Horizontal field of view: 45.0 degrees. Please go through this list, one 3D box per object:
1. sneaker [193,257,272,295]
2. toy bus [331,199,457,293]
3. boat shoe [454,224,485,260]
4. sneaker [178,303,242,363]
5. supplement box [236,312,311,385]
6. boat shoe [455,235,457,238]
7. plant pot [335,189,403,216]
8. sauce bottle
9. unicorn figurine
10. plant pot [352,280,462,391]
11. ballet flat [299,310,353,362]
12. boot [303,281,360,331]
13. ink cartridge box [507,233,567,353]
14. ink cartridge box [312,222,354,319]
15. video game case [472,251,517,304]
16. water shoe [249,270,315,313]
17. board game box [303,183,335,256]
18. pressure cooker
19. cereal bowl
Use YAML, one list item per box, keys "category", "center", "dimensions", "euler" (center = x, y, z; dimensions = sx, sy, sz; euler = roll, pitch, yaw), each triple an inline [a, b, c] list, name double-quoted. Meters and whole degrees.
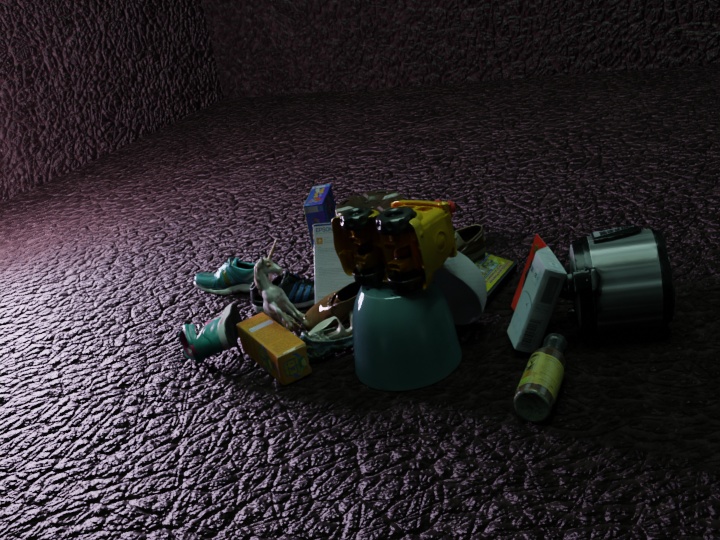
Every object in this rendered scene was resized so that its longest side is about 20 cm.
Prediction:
- category: "sneaker"
  center: [-0.300, 0.006, 2.043]
  dimensions: [0.197, 0.081, 0.078]
  euler: [-5, 23, 16]
- category: "toy bus"
  center: [0.076, -0.068, 1.531]
  dimensions: [0.198, 0.137, 0.192]
  euler: [7, 33, 40]
- category: "boat shoe"
  center: [0.184, -0.048, 1.810]
  dimensions: [0.198, 0.073, 0.075]
  euler: [-23, 39, -37]
- category: "sneaker"
  center: [-0.304, 0.131, 1.762]
  dimensions: [0.119, 0.085, 0.200]
  euler: [-18, 7, 4]
- category: "supplement box"
  center: [-0.168, 0.148, 1.669]
  dimensions: [0.068, 0.067, 0.199]
  euler: [-23, 25, -26]
- category: "boat shoe"
  center: [0.089, -0.066, 1.696]
  dimensions: [0.197, 0.066, 0.073]
  euler: [-11, 0, -2]
- category: "plant pot"
  center: [0.036, -0.055, 1.874]
  dimensions: [0.197, 0.201, 0.201]
  euler: [-9, 23, 4]
- category: "sauce bottle"
  center: [0.298, 0.168, 1.408]
  dimensions: [0.064, 0.066, 0.200]
  euler: [0, 23, 24]
- category: "unicorn figurine"
  center: [-0.159, 0.057, 1.693]
  dimensions: [0.074, 0.201, 0.137]
  euler: [-35, 72, -31]
- category: "plant pot"
  center: [0.074, 0.093, 1.559]
  dimensions: [0.197, 0.163, 0.201]
  euler: [-9, 22, 4]
- category: "ballet flat"
  center: [-0.027, 0.116, 1.675]
  dimensions: [0.198, 0.075, 0.074]
  euler: [-20, 24, -20]
- category: "boot"
  center: [-0.048, 0.065, 1.713]
  dimensions: [0.198, 0.075, 0.075]
  euler: [-29, -24, 27]
- category: "ink cartridge box"
  center: [0.305, 0.034, 1.585]
  dimensions: [0.047, 0.162, 0.201]
  euler: [12, 21, -10]
- category: "ink cartridge box"
  center: [0.000, 0.000, 1.774]
  dimensions: [0.196, 0.204, 0.041]
  euler: [-3, -4, 18]
- category: "video game case"
  center: [0.210, 0.006, 1.818]
  dimensions: [0.179, 0.026, 0.200]
  euler: [19, 34, 25]
- category: "water shoe"
  center: [-0.142, 0.038, 1.894]
  dimensions: [0.197, 0.080, 0.072]
  euler: [-16, 23, -12]
- category: "board game box"
  center: [-0.078, -0.078, 1.977]
  dimensions: [0.044, 0.203, 0.135]
  euler: [-7, 22, 10]
- category: "pressure cooker"
  center: [0.441, 0.022, 1.535]
  dimensions: [0.197, 0.177, 0.180]
  euler: [-7, 40, 12]
- category: "cereal bowl"
  center: [0.150, 0.013, 1.644]
  dimensions: [0.198, 0.201, 0.084]
  euler: [5, 56, 34]
